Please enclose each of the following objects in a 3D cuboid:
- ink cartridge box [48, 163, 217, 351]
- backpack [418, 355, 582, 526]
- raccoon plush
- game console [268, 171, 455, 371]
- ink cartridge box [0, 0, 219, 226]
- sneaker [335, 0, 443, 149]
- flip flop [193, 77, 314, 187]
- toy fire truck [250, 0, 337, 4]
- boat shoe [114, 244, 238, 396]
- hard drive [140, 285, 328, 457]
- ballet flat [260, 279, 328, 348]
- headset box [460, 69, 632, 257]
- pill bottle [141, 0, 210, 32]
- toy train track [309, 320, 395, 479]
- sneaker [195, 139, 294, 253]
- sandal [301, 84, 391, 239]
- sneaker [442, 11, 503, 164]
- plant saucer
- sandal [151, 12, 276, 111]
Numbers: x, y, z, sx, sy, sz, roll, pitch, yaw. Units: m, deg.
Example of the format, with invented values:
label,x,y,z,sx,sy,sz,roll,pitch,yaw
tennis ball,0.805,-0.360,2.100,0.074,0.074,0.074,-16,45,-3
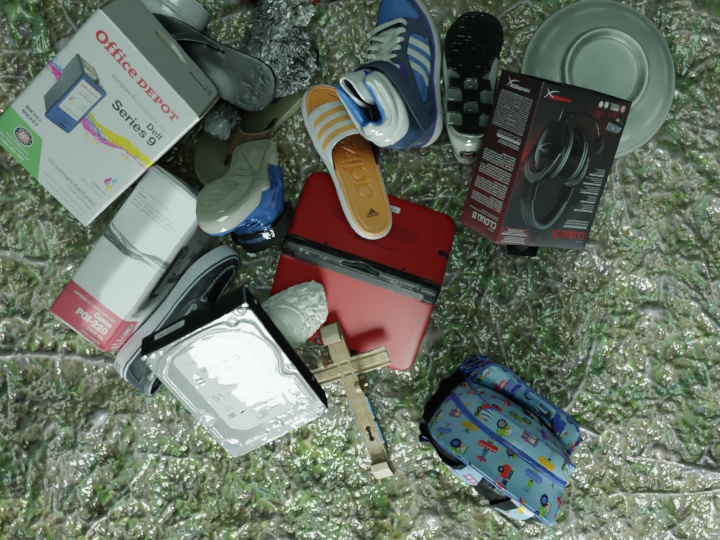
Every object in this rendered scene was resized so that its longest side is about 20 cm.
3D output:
label,x,y,z,sx,sy,sz,roll,pitch,yaw
ink cartridge box,-0.252,-0.012,1.002,0.084,0.146,0.202,34,90,3
backpack,0.165,0.194,0.972,0.181,0.200,0.135,37,89,1
raccoon plush,-0.110,-0.255,0.978,0.095,0.135,0.202,20,65,12
game console,0.000,0.000,1.067,0.197,0.119,0.175,18,58,0
ink cartridge box,-0.271,-0.170,0.910,0.199,0.088,0.146,-36,109,22
sneaker,0.028,-0.243,0.998,0.080,0.145,0.204,-12,85,37
flip flop,-0.133,-0.183,1.049,0.081,0.058,0.200,43,88,-1
toy fire truck,-0.075,-0.414,1.038,0.166,0.112,0.203,21,90,-18
boat shoe,-0.202,0.060,1.017,0.067,0.072,0.201,34,69,17
hard drive,-0.140,0.123,0.982,0.138,0.038,0.201,-26,128,8
ballet flat,-0.121,0.086,1.021,0.198,0.072,0.073,-30,89,14
headset box,0.209,-0.114,0.986,0.147,0.077,0.204,3,109,-34
pill bottle,-0.269,-0.246,1.025,0.111,0.112,0.202,33,88,1
toy train track,-0.006,0.162,1.042,0.113,0.033,0.203,-19,97,20
sneaker,-0.125,-0.061,0.964,0.075,0.201,0.113,-7,118,9
sandal,-0.004,-0.142,1.026,0.078,0.059,0.210,-17,76,-25
sneaker,0.132,-0.224,1.049,0.073,0.089,0.203,9,64,5
plant saucer,0.297,-0.240,1.056,0.196,0.050,0.204,0,89,1
sandal,-0.188,-0.233,0.942,0.196,0.043,0.077,15,104,1
